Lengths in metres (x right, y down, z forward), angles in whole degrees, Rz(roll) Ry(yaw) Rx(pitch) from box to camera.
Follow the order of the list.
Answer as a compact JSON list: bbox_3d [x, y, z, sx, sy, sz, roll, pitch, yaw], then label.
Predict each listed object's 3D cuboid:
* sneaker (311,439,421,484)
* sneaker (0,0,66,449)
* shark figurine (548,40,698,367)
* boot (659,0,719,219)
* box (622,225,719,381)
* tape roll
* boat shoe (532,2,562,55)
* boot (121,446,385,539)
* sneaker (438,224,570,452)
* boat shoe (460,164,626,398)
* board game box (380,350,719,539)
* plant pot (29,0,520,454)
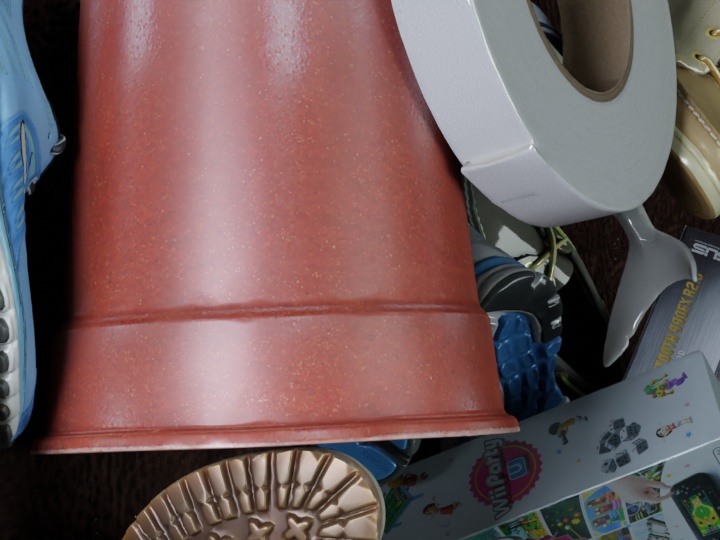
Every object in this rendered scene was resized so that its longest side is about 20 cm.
[{"bbox_3d":[0.000,0.000,1.005,0.082,0.073,0.201,-37,128,-74],"label":"sneaker"},{"bbox_3d":[-0.141,-0.031,0.772,0.090,0.078,0.201,-19,110,-57],"label":"sneaker"},{"bbox_3d":[0.077,-0.063,0.976,0.215,0.089,0.128,48,23,-32],"label":"shark figurine"},{"bbox_3d":[0.193,-0.114,0.997,0.073,0.155,0.200,58,8,-27],"label":"boot"},{"bbox_3d":[0.177,0.094,1.207,0.200,0.048,0.159,88,25,-59],"label":"box"},{"bbox_3d":[0.075,-0.119,0.854,0.203,0.037,0.204,30,54,-51],"label":"tape roll"},{"bbox_3d":[0.096,-0.081,1.068,0.200,0.071,0.091,5,52,-61],"label":"boat shoe"},{"bbox_3d":[-0.054,0.121,0.836,0.075,0.200,0.107,59,31,6],"label":"boot"},{"bbox_3d":[0.064,0.049,1.090,0.075,0.087,0.201,-22,139,-19],"label":"sneaker"},{"bbox_3d":[0.093,0.001,1.132,0.072,0.060,0.202,-61,139,-32],"label":"boat shoe"},{"bbox_3d":[0.113,0.139,1.056,0.148,0.199,0.064,54,18,-43],"label":"board game box"},{"bbox_3d":[-0.039,-0.027,0.837,0.200,0.200,0.197,4,82,-56],"label":"plant pot"}]
